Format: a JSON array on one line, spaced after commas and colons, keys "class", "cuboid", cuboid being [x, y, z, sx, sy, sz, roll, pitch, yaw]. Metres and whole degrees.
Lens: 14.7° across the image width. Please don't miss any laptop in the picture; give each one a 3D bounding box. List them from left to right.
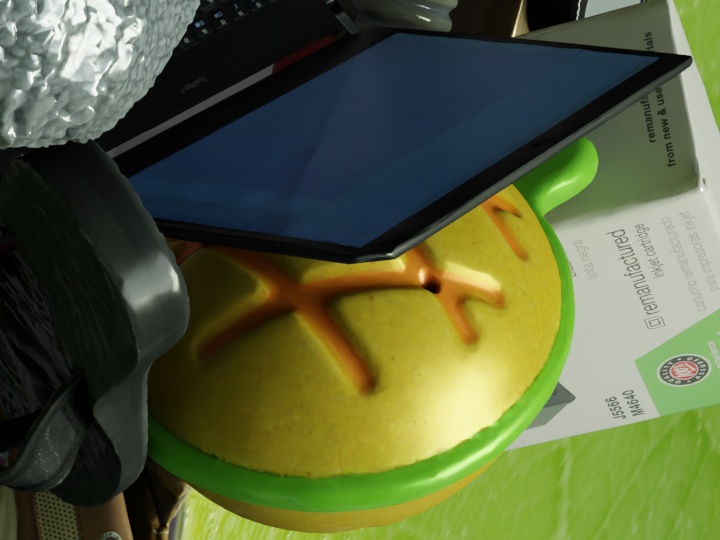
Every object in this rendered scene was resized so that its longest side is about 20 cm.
[{"class": "laptop", "cuboid": [-0.035, -0.091, 0.796, 0.103, 0.200, 0.177, -36, 178, 39]}]

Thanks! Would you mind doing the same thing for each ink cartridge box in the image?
[{"class": "ink cartridge box", "cuboid": [0.032, -0.002, 0.970, 0.146, 0.200, 0.084, 58, 21, -56]}]

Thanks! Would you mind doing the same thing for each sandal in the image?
[{"class": "sandal", "cuboid": [-0.090, 0.020, 0.736, 0.048, 0.075, 0.200, -32, 168, -19]}]

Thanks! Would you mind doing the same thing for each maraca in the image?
[{"class": "maraca", "cuboid": [0.000, 0.000, 0.836, 0.200, 0.137, 0.107, -66, 164, -46]}]

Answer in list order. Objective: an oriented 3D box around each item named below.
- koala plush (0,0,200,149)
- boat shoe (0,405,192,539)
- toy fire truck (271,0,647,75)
[{"class": "koala plush", "cuboid": [-0.085, -0.151, 0.636, 0.177, 0.184, 0.200, -5, 131, -58]}, {"class": "boat shoe", "cuboid": [-0.083, 0.058, 0.869, 0.076, 0.074, 0.200, 56, 26, -64]}, {"class": "toy fire truck", "cuboid": [0.023, -0.107, 1.007, 0.200, 0.129, 0.176, 10, 98, -50]}]
